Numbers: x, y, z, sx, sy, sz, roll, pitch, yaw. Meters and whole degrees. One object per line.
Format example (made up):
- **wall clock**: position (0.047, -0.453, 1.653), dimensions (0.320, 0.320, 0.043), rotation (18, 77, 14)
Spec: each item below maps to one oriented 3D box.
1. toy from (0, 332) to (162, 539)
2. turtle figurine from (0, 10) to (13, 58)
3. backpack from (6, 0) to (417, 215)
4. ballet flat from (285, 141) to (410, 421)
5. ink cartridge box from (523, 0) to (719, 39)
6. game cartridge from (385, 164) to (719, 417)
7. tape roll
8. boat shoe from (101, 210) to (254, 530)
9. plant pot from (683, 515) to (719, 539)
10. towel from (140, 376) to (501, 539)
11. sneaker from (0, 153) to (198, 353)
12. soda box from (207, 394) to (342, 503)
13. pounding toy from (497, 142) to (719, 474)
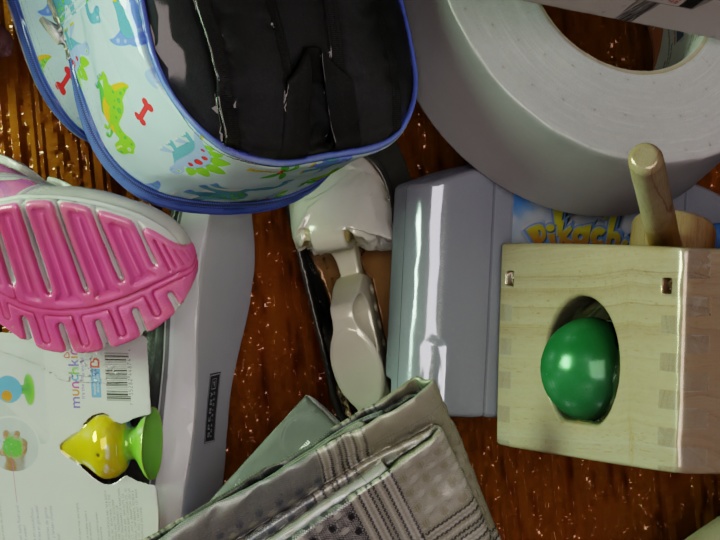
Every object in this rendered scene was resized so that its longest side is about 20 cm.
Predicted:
- **toy**: position (-0.191, 0.081, 1.207), dimensions (0.199, 0.047, 0.116), rotation (2, 105, 17)
- **turtle figurine**: position (-0.274, -0.102, 1.137), dimensions (0.199, 0.194, 0.145), rotation (20, 90, -5)
- **backpack**: position (-0.071, -0.128, 1.164), dimensions (0.182, 0.147, 0.201), rotation (-8, 76, -39)
- **ballet flat**: position (0.000, 0.000, 1.231), dimensions (0.068, 0.068, 0.201), rotation (-13, 91, 13)
- **ink cartridge box**: position (0.118, -0.198, 1.119), dimensions (0.199, 0.083, 0.148), rotation (4, 65, -43)
- **game cartridge**: position (0.107, 0.009, 1.236), dimensions (0.199, 0.040, 0.134), rotation (2, 87, -29)
- **tape roll**: position (0.117, -0.131, 1.213), dimensions (0.199, 0.066, 0.202), rotation (9, 65, -20)
- **boat shoe**: position (-0.097, 0.045, 1.225), dimensions (0.056, 0.069, 0.202), rotation (7, 88, 20)
- **plant pot**: position (0.204, 0.200, 1.223), dimensions (0.199, 0.187, 0.188), rotation (-21, 93, 5)
- **towel**: position (-0.011, 0.174, 1.135), dimensions (0.192, 0.035, 0.201), rotation (-30, 117, -11)
- **sneaker**: position (-0.166, -0.018, 1.172), dimensions (0.199, 0.088, 0.082), rotation (6, 119, 20)
- **soda box**: position (-0.063, 0.159, 1.178), dimensions (0.071, 0.063, 0.200), rotation (41, 88, 18)
- **pounding toy**: position (0.159, 0.019, 1.140), dimensions (0.199, 0.184, 0.143), rotation (2, 90, -28)
